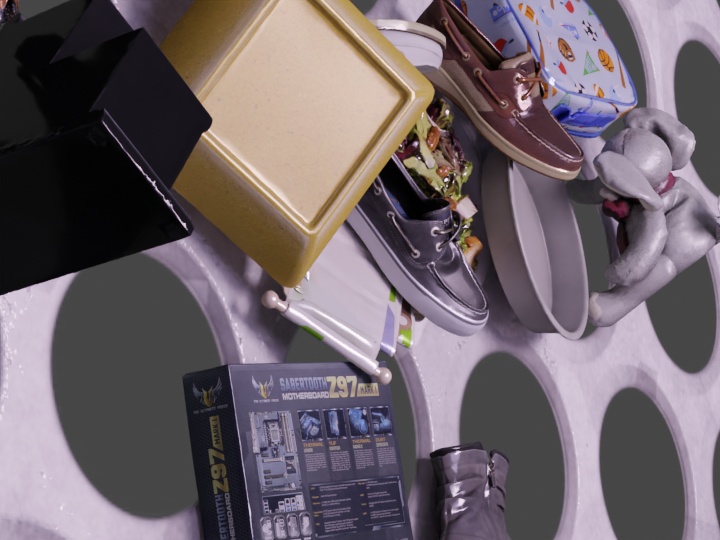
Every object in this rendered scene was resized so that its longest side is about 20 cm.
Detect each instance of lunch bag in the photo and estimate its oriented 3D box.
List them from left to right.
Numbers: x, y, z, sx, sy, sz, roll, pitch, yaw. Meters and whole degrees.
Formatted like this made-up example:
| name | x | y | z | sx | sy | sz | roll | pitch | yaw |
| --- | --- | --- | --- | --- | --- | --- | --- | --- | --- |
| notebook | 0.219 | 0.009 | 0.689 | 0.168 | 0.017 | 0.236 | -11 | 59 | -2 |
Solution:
| name | x | y | z | sx | sy | sz | roll | pitch | yaw |
| --- | --- | --- | --- | --- | --- | --- | --- | --- | --- |
| lunch bag | 0.175 | -0.200 | 1.829 | 0.199 | 0.075 | 0.161 | 1 | 60 | -54 |

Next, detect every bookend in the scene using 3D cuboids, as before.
| name | x | y | z | sx | sy | sz | roll | pitch | yaw |
| --- | --- | --- | --- | --- | --- | --- | --- | --- | --- |
| bookend | -0.169 | -0.096 | 1.215 | 0.092 | 0.198 | 0.201 | 52 | 40 | -28 |

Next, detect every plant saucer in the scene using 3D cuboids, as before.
| name | x | y | z | sx | sy | sz | roll | pitch | yaw |
| --- | --- | --- | --- | --- | --- | --- | --- | --- | --- |
| plant saucer | -0.052 | -0.121 | 1.420 | 0.200 | 0.048 | 0.200 | 42 | 75 | -24 |

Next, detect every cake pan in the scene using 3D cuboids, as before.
| name | x | y | z | sx | sy | sz | roll | pitch | yaw |
| --- | --- | --- | --- | --- | --- | --- | --- | --- | --- |
| cake pan | 0.159 | -0.031 | 1.780 | 0.200 | 0.036 | 0.202 | -15 | 90 | -69 |

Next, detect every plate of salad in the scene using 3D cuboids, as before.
| name | x | y | z | sx | sy | sz | roll | pitch | yaw |
| --- | --- | --- | --- | --- | --- | --- | --- | --- | --- |
| plate of salad | 0.069 | -0.066 | 1.685 | 0.200 | 0.048 | 0.202 | 23 | 61 | -50 |

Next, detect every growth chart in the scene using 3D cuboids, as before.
| name | x | y | z | sx | sy | sz | roll | pitch | yaw |
| --- | --- | --- | --- | --- | --- | --- | --- | --- | --- |
| growth chart | 0.000 | 0.000 | 1.536 | 0.144 | 0.018 | 0.201 | 39 | 38 | -19 |

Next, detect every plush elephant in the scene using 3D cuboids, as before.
| name | x | y | z | sx | sy | sz | roll | pitch | yaw |
| --- | --- | --- | --- | --- | --- | --- | --- | --- | --- |
| plush elephant | 0.272 | -0.066 | 1.891 | 0.155 | 0.200 | 0.165 | 52 | 37 | 2 |

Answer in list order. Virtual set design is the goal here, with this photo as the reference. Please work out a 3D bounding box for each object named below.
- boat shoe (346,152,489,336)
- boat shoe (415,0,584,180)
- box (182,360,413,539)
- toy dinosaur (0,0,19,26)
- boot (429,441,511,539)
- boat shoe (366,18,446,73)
| name | x | y | z | sx | sy | sz | roll | pitch | yaw |
| --- | --- | --- | --- | --- | --- | --- | --- | --- | --- |
| boat shoe | 0.045 | -0.038 | 1.549 | 0.200 | 0.066 | 0.070 | 52 | 35 | -1 |
| boat shoe | 0.128 | -0.163 | 1.709 | 0.200 | 0.072 | 0.072 | 43 | 30 | 4 |
| box | -0.043 | 0.149 | 1.447 | 0.199 | 0.051 | 0.159 | 2 | 78 | -55 |
| toy dinosaur | -0.285 | -0.235 | 1.216 | 0.200 | 0.102 | 0.136 | 43 | 28 | -15 |
| boot | 0.073 | 0.208 | 1.591 | 0.200 | 0.069 | 0.133 | 19 | 61 | -66 |
| boat shoe | -0.002 | -0.173 | 1.605 | 0.199 | 0.074 | 0.069 | 1 | 84 | -48 |
